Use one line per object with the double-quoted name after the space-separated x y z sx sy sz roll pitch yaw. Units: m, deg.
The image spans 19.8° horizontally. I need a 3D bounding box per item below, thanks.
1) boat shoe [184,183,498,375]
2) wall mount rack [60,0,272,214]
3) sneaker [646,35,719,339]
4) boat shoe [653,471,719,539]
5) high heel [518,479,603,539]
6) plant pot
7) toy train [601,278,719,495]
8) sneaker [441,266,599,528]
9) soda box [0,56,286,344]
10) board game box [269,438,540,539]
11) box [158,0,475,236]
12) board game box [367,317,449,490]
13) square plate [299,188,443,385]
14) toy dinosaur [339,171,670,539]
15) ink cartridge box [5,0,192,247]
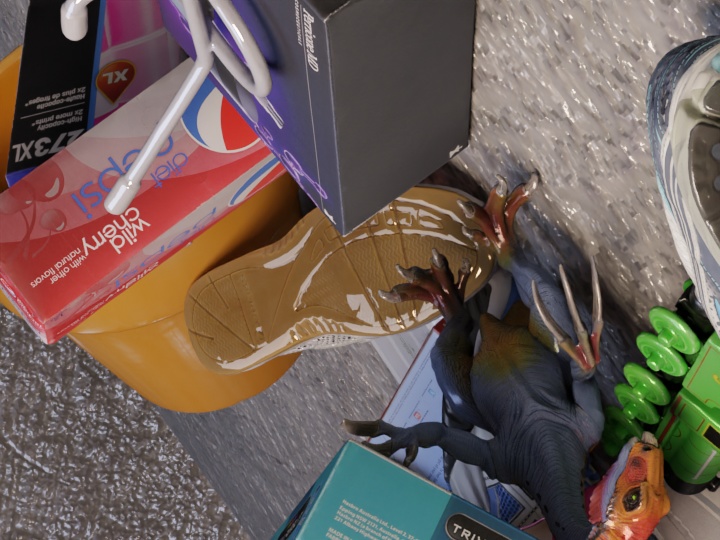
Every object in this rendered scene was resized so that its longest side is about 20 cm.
0.000 0.000 1.017 0.200 0.069 0.071 -17 87 41 "boat shoe"
-0.116 -0.120 0.839 0.200 0.074 0.174 53 168 19 "wall mount rack"
0.144 0.013 0.624 0.086 0.077 0.201 -124 9 -70 "sneaker"
0.173 0.161 0.888 0.200 0.068 0.072 51 169 22 "boat shoe"
0.059 0.135 0.940 0.096 0.068 0.200 23 147 -6 "high heel"
-0.111 -0.020 1.164 0.200 0.200 0.184 43 166 41 "plant pot"
0.132 0.048 0.808 0.056 0.042 0.200 40 165 13 "toy train"
0.080 0.091 1.024 0.076 0.077 0.201 -76 -19 -68 "sneaker"
-0.090 -0.051 0.987 0.063 0.200 0.070 51 168 5 "soda box"
0.033 0.144 0.835 0.151 0.047 0.200 29 159 -1 "board game box"
-0.024 -0.121 0.845 0.141 0.079 0.200 47 166 18 "box"
0.050 0.115 1.130 0.103 0.019 0.200 42 141 12 "board game box"
0.036 0.035 1.167 0.200 0.028 0.198 56 168 -10 "square plate"
0.082 0.050 0.837 0.200 0.105 0.182 24 -147 -53 "toy dinosaur"
-0.133 -0.088 1.082 0.037 0.094 0.201 65 -163 -49 "ink cartridge box"
